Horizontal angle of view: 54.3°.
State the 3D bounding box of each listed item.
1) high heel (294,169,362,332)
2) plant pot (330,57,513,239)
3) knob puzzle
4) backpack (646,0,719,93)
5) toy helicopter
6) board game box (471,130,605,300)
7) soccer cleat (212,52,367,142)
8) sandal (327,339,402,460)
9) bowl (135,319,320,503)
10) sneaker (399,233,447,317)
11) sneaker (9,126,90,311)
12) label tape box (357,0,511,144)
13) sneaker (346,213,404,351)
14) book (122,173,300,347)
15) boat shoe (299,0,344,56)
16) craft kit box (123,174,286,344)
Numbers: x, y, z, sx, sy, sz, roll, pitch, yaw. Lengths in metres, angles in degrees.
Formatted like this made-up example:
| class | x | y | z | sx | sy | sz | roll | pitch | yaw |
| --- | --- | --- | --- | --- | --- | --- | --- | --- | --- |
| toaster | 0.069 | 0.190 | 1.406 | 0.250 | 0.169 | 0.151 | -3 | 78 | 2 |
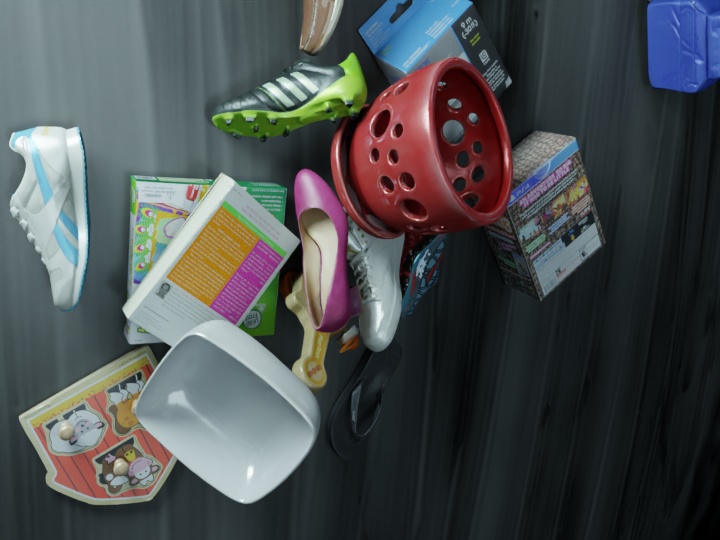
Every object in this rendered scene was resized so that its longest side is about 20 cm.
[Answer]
| class | x | y | z | sx | sy | sz | roll | pitch | yaw |
| --- | --- | --- | --- | --- | --- | --- | --- | --- | --- |
| high heel | -0.053 | -0.027 | 0.868 | 0.095 | 0.066 | 0.205 | -17 | 84 | -61 |
| plant pot | 0.076 | -0.142 | 0.897 | 0.197 | 0.179 | 0.207 | 13 | 72 | -45 |
| knob puzzle | -0.311 | 0.226 | 0.910 | 0.214 | 0.030 | 0.227 | -10 | 110 | -28 |
| backpack | 0.601 | -0.396 | 1.178 | 0.197 | 0.167 | 0.167 | -27 | 124 | -25 |
| toy helicopter | -0.049 | 0.082 | 0.922 | 0.078 | 0.203 | 0.132 | -32 | 121 | 30 |
| board game box | 0.284 | -0.089 | 1.124 | 0.158 | 0.096 | 0.203 | -36 | 120 | -16 |
| soccer cleat | -0.088 | -0.215 | 0.866 | 0.194 | 0.068 | 0.084 | -10 | 70 | 5 |
| sandal | 0.007 | 0.199 | 1.082 | 0.075 | 0.043 | 0.205 | 19 | 95 | -33 |
| bowl | -0.149 | 0.161 | 0.837 | 0.199 | 0.075 | 0.200 | 40 | 124 | -4 |
| sneaker | 0.084 | -0.021 | 1.055 | 0.203 | 0.078 | 0.095 | -60 | 146 | -3 |
| sneaker | -0.344 | -0.056 | 0.784 | 0.078 | 0.076 | 0.207 | -3 | 101 | -20 |
| label tape box | 0.108 | -0.295 | 0.976 | 0.144 | 0.063 | 0.201 | -46 | 123 | -11 |
| sneaker | 0.000 | 0.000 | 0.958 | 0.114 | 0.073 | 0.205 | 30 | 52 | -38 |
| book | -0.177 | 0.005 | 0.864 | 0.133 | 0.048 | 0.202 | 41 | 84 | -37 |
| boat shoe | -0.055 | -0.370 | 0.857 | 0.070 | 0.075 | 0.207 | 8 | 96 | -24 |
| craft kit box | -0.197 | -0.013 | 0.897 | 0.195 | 0.048 | 0.204 | -2 | 109 | -30 |
